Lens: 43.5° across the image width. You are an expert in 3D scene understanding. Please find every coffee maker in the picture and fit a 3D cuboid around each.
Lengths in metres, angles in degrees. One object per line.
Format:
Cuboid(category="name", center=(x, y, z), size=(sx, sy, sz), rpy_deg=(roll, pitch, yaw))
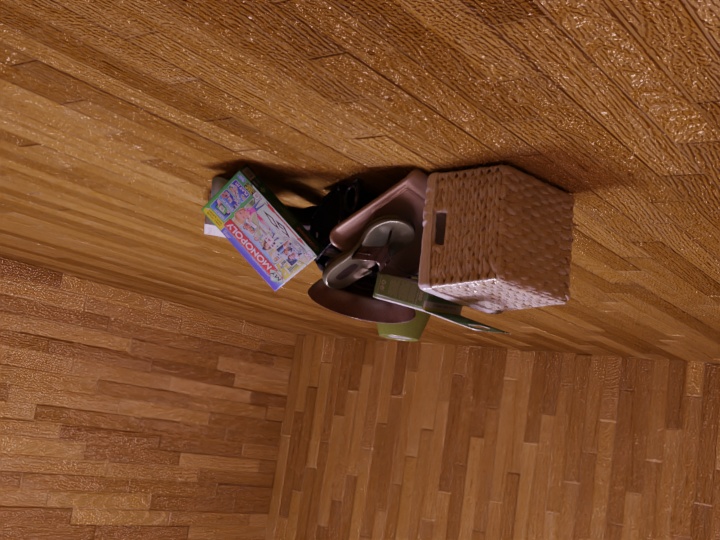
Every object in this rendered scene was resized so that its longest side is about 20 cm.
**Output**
Cuboid(category="coffee maker", center=(0.033, -0.070, 1.620), size=(0.200, 0.135, 0.192), rpy_deg=(12, 169, -25))

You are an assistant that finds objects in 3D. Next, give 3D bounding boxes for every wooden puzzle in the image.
Cuboid(category="wooden puzzle", center=(0.076, -0.072, 1.523), size=(0.200, 0.037, 0.185), rpy_deg=(-36, 130, 26))

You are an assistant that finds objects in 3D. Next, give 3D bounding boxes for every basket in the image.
Cuboid(category="basket", center=(0.215, -0.048, 1.420), size=(0.200, 0.199, 0.161), rpy_deg=(18, 162, -40))

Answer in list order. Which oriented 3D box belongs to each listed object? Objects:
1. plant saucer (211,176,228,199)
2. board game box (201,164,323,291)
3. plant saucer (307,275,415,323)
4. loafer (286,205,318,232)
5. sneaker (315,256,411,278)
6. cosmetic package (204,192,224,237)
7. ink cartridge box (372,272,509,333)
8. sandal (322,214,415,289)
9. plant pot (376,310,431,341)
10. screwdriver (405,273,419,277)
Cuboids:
Cuboid(category="plant saucer", center=(-0.223, -0.085, 1.692), size=(0.201, 0.039, 0.201), rpy_deg=(40, 160, 18))
Cuboid(category="board game box", center=(-0.175, -0.073, 1.595), size=(0.200, 0.029, 0.135), rpy_deg=(48, 129, -6))
Cuboid(category="plant saucer", center=(0.006, 0.043, 1.619), size=(0.200, 0.037, 0.200), rpy_deg=(12, -165, -3))
Cuboid(category="loafer", center=(-0.102, -0.079, 1.738), size=(0.073, 0.071, 0.200), rpy_deg=(44, -158, 26))
Cuboid(category="sneaker", center=(0.000, 0.000, 1.736), size=(0.199, 0.076, 0.114), rpy_deg=(22, 180, 8))
Cuboid(category="cosmetic package", center=(-0.218, -0.098, 1.850), size=(0.199, 0.074, 0.102), rpy_deg=(9, 170, -9))
Cuboid(category="ink cartridge box", center=(0.141, 0.055, 1.504), size=(0.200, 0.048, 0.145), rpy_deg=(15, -177, 32))
Cuboid(category="sandal", center=(0.018, -0.020, 1.500), size=(0.080, 0.057, 0.201), rpy_deg=(27, 127, -32))
Cuboid(category="plant pot", center=(0.101, 0.059, 2.102), size=(0.187, 0.201, 0.187), rpy_deg=(9, 170, 1))
Cuboid(category="screwdriver", center=(0.138, 0.016, 1.633), size=(0.029, 0.028, 0.200), rpy_deg=(-11, 168, 43))
